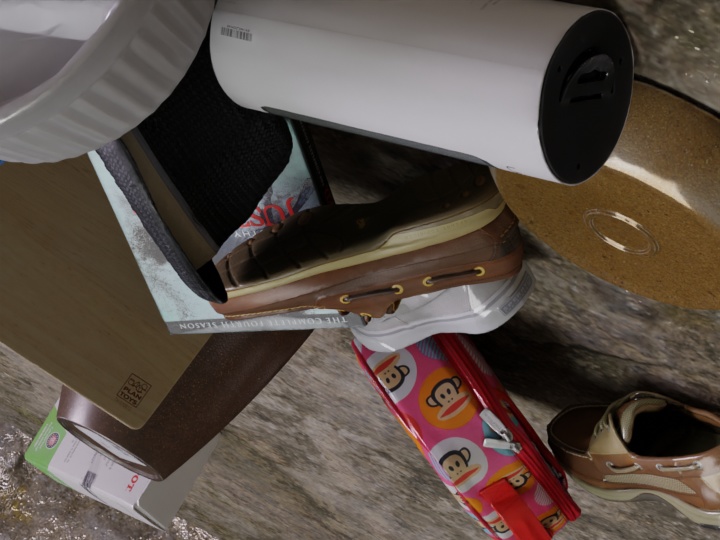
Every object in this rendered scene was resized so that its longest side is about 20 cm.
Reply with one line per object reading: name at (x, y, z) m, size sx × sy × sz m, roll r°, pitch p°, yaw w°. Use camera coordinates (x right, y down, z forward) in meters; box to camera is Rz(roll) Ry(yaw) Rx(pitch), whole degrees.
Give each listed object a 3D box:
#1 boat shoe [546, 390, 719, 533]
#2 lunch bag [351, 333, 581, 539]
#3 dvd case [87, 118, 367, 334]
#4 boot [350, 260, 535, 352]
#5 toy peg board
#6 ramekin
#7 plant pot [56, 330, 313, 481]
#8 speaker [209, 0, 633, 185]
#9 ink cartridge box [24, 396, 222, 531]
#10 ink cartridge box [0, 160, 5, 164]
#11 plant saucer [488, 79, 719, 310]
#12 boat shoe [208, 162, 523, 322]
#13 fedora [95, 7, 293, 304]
boat shoe at (0.198, 0.114, 1.144) m, size 0.200 × 0.076 × 0.074 m, roll 9°, pitch 138°, yaw 55°
lunch bag at (0.083, 0.125, 1.219) m, size 0.176 × 0.082 × 0.200 m, roll 56°, pitch -178°, yaw 34°
dvd case at (-0.086, -0.043, 1.042) m, size 0.145 × 0.022 × 0.201 m, roll -2°, pitch 129°, yaw 22°
boot at (0.028, -0.006, 1.099) m, size 0.096 × 0.074 × 0.200 m, roll 45°, pitch 154°, yaw -15°
toy peg board at (-0.178, -0.035, 1.142) m, size 0.200 × 0.199 × 0.098 m, roll 38°, pitch 178°, yaw -27°
ramekin at (-0.158, -0.142, 0.792) m, size 0.202 × 0.203 × 0.094 m, roll 21°, pitch 173°, yaw 26°
plant pot at (-0.139, 0.050, 1.281) m, size 0.186 × 0.201 × 0.187 m, roll 27°, pitch 162°, yaw 9°
speaker at (0.026, -0.099, 0.798) m, size 0.199 × 0.081 × 0.081 m, roll 17°, pitch 159°, yaw 36°
ink cartridge box at (-0.292, 0.215, 2.090) m, size 0.199 × 0.146 × 0.084 m, roll 18°, pitch 160°, yaw 35°
ink cartridge box at (-0.249, -0.105, 0.974) m, size 0.084 × 0.145 × 0.200 m, roll 53°, pitch -178°, yaw -22°
plant saucer at (0.140, -0.033, 0.871) m, size 0.200 × 0.036 × 0.200 m, roll 28°, pitch 163°, yaw 9°
boat shoe at (0.000, 0.000, 0.986) m, size 0.199 × 0.072 × 0.068 m, roll -16°, pitch 117°, yaw 22°
fedora at (-0.093, -0.080, 0.916) m, size 0.201 × 0.091 × 0.201 m, roll 60°, pitch 180°, yaw 1°
